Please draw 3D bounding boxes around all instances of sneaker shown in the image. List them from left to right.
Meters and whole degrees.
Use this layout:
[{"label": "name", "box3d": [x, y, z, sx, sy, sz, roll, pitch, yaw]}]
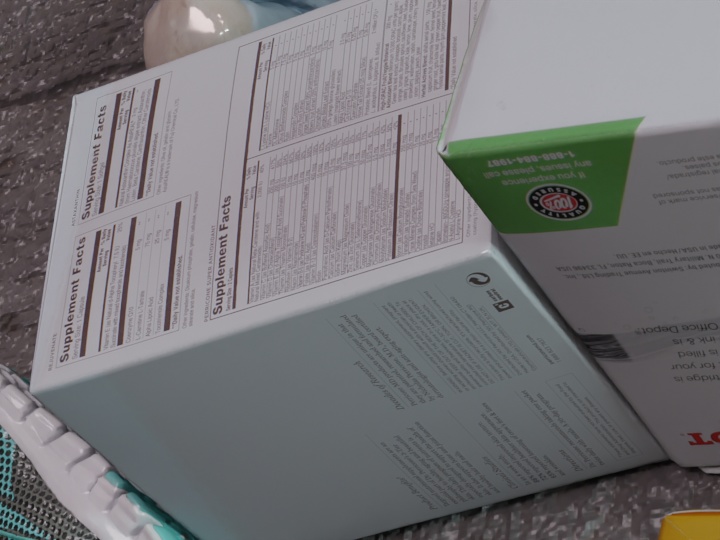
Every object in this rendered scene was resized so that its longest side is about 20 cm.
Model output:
[{"label": "sneaker", "box3d": [-0.144, 0.105, 1.101, 0.091, 0.078, 0.200, -51, 42, -2]}]

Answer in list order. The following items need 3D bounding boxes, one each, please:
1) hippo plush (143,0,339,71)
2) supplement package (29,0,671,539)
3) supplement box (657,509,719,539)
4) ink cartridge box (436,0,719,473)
[{"label": "hippo plush", "box3d": [-0.006, -0.114, 1.128, 0.160, 0.200, 0.160, -3, 60, 4]}, {"label": "supplement package", "box3d": [0.000, 0.000, 1.016, 0.199, 0.152, 0.151, -17, 49, 25]}, {"label": "supplement box", "box3d": [0.183, 0.186, 0.756, 0.196, 0.133, 0.201, -5, 56, 33]}, {"label": "ink cartridge box", "box3d": [0.141, -0.019, 0.897, 0.146, 0.200, 0.085, -5, 52, 32]}]
